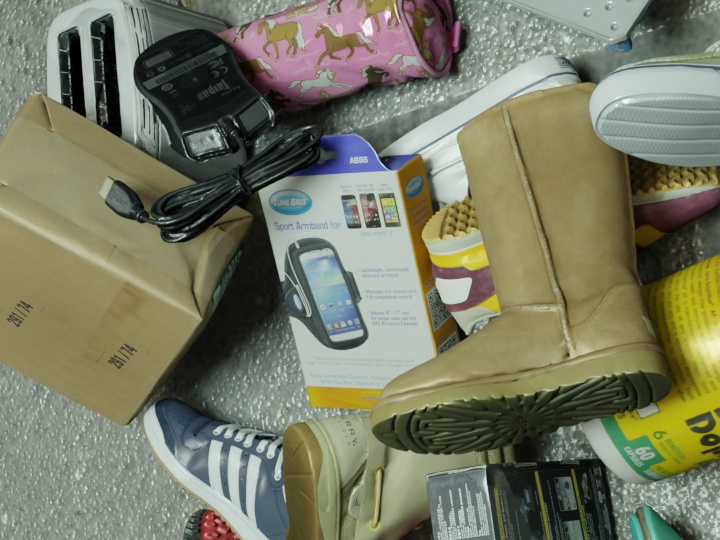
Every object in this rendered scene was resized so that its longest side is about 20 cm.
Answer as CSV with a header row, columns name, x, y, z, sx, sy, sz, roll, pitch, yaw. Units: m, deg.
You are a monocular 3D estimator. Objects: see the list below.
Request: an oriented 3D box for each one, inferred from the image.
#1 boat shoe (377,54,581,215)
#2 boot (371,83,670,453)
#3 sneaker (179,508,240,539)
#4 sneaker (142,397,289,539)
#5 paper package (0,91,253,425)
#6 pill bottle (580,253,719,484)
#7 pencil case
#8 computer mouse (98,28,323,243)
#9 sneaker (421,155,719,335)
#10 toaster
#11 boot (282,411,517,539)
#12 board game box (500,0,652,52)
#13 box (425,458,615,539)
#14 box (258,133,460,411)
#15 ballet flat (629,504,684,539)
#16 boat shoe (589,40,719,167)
name,x,y,z,sx,sy,sz,roll,pitch,yaw
boat shoe,0.070,-0.068,0.957,0.199,0.073,0.066,-35,63,27
boot,0.082,-0.002,0.818,0.174,0.066,0.201,-11,57,5
sneaker,-0.104,0.273,1.027,0.096,0.079,0.201,-50,46,36
sneaker,-0.069,0.136,1.028,0.200,0.070,0.109,42,112,23
paper package,-0.201,0.000,1.020,0.200,0.190,0.104,-51,14,51
pill bottle,0.228,0.043,0.816,0.199,0.112,0.114,-26,71,28
pencil case,-0.027,-0.157,1.022,0.199,0.086,0.083,-13,103,32
computer mouse,-0.120,-0.086,0.953,0.140,0.046,0.200,-32,45,-14
sneaker,0.144,-0.017,0.912,0.198,0.075,0.091,-13,116,17
toaster,-0.166,-0.133,1.088,0.113,0.129,0.202,-11,79,31
boot,0.028,0.162,0.937,0.073,0.154,0.201,-130,30,-48
board game box,0.142,-0.254,0.919,0.199,0.026,0.201,29,80,33
box,0.112,0.217,0.846,0.049,0.161,0.202,-15,78,31
box,0.000,0.000,0.968,0.118,0.041,0.202,0,110,34
ballet flat,0.213,0.238,0.843,0.070,0.067,0.202,-10,78,8
boat shoe,0.223,-0.103,0.815,0.072,0.198,0.062,116,150,-56
